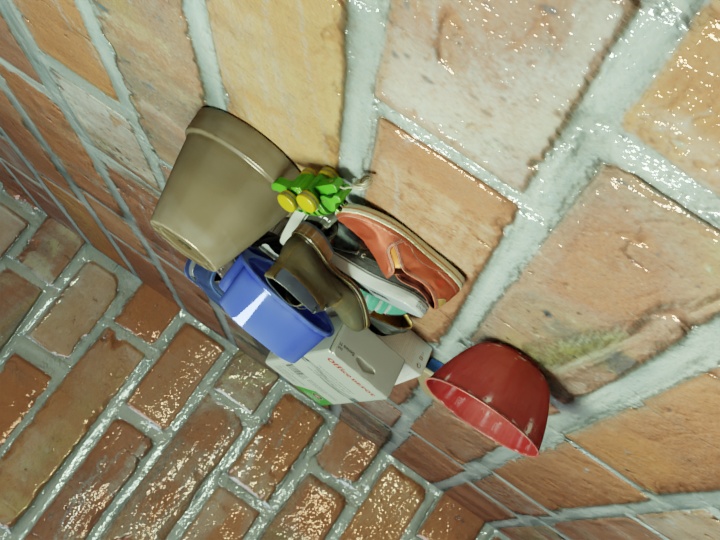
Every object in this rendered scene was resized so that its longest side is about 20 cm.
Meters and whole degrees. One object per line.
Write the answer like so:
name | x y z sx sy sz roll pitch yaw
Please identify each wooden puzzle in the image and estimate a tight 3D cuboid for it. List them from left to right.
wooden puzzle | 0.187 0.234 1.840 0.200 0.046 0.185 35 166 23

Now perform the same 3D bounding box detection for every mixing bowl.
mixing bowl | 0.208 0.179 1.469 0.200 0.109 0.200 33 165 10

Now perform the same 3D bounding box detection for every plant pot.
plant pot | -0.200 -0.100 1.391 0.199 0.174 0.200 33 167 9

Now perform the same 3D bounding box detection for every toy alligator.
toy alligator | -0.043 -0.095 1.257 0.199 0.059 0.054 6 137 48

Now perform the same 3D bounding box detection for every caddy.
caddy | -0.126 0.046 1.512 0.200 0.105 0.141 41 -170 -22

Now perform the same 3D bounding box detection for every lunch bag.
lunch bag | -0.245 0.005 1.905 0.132 0.136 0.200 16 156 52

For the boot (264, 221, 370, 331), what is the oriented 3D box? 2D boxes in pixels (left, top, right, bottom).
boot | -0.062 0.036 1.374 0.075 0.097 0.200 9 140 48

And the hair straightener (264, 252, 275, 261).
hair straightener | -0.200 -0.018 1.773 0.199 0.041 0.077 30 126 24

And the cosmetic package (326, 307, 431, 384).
cosmetic package | 0.018 0.115 1.723 0.200 0.074 0.101 43 139 -20

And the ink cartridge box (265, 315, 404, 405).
ink cartridge box | -0.044 0.155 1.667 0.147 0.083 0.200 42 149 -25

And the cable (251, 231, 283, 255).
cable | -0.149 -0.020 1.616 0.199 0.051 0.163 21 162 39

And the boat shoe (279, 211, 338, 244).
boat shoe | -0.069 -0.061 1.416 0.064 0.071 0.200 39 164 0

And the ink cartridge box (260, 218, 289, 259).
ink cartridge box | -0.171 -0.067 1.701 0.196 0.043 0.200 32 164 15

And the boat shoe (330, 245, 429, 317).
boat shoe | 0.027 -0.002 1.392 0.200 0.066 0.070 26 168 40

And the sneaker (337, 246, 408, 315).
sneaker | 0.000 0.000 1.512 0.199 0.088 0.075 21 128 -10

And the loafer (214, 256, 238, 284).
loafer | -0.239 -0.007 1.710 0.072 0.063 0.201 -123 13 -63

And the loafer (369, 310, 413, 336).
loafer | 0.009 0.041 1.591 0.200 0.073 0.072 35 159 -34

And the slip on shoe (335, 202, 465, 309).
slip on shoe | 0.045 -0.022 1.300 0.200 0.061 0.074 38 168 -1

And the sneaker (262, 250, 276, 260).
sneaker | -0.124 0.030 1.790 0.200 0.075 0.088 56 -158 21
